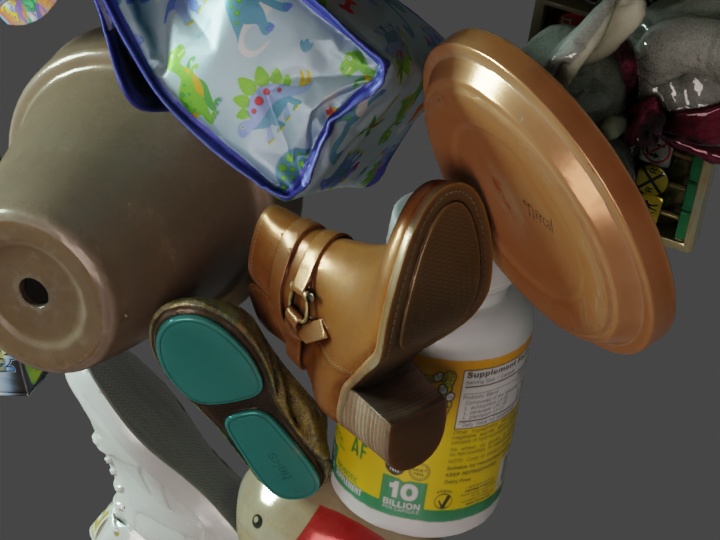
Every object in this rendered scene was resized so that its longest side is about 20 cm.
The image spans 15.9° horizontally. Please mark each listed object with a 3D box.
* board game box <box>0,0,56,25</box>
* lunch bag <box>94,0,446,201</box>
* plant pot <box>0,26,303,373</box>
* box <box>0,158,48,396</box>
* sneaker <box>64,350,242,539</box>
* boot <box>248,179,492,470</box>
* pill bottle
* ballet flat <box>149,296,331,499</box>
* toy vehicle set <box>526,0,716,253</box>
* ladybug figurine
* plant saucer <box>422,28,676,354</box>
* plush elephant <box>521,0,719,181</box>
[{"bbox_3d":[-0.260,-0.233,1.564,0.200,0.039,0.158,44,146,14],"label":"board game box"},{"bbox_3d":[-0.064,-0.137,1.471,0.200,0.170,0.128,42,104,9],"label":"lunch bag"},{"bbox_3d":[-0.160,-0.028,1.591,0.199,0.175,0.201,15,126,22],"label":"plant pot"},{"bbox_3d":[-0.284,-0.012,1.743,0.109,0.035,0.201,0,116,21],"label":"box"},{"bbox_3d":[-0.158,0.145,1.753,0.115,0.074,0.200,-33,102,28],"label":"sneaker"},{"bbox_3d":[0.000,0.000,1.498,0.155,0.076,0.201,44,144,37],"label":"boot"},{"bbox_3d":[0.047,0.055,1.603,0.112,0.113,0.201,17,121,12],"label":"pill bottle"},{"bbox_3d":[-0.073,0.064,1.591,0.070,0.071,0.200,-8,139,24],"label":"ballet flat"},{"bbox_3d":[0.159,-0.119,1.519,0.124,0.027,0.201,17,121,12],"label":"toy vehicle set"},{"bbox_3d":[0.001,0.201,1.696,0.199,0.072,0.136,31,153,-4],"label":"ladybug figurine"},{"bbox_3d":[0.095,-0.038,1.400,0.200,0.032,0.201,49,163,20],"label":"plant saucer"},{"bbox_3d":[0.154,-0.093,1.418,0.154,0.165,0.201,-27,86,-6],"label":"plush elephant"}]
